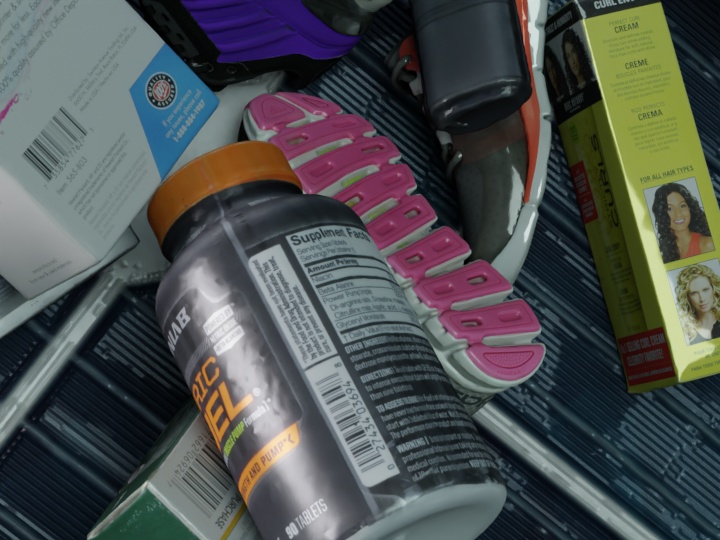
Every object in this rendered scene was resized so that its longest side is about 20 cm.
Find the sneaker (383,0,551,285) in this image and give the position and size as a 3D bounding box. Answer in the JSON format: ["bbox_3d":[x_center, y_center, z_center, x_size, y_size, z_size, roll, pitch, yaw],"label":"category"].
[{"bbox_3d":[0.051,-0.084,1.097,0.082,0.077,0.200,3,70,-6],"label":"sneaker"}]

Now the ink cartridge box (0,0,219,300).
[{"bbox_3d":[-0.173,-0.100,0.965,0.200,0.068,0.115,46,51,-18],"label":"ink cartridge box"}]

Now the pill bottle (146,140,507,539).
[{"bbox_3d":[-0.024,0.040,0.966,0.106,0.106,0.200,-21,66,-18],"label":"pill bottle"}]

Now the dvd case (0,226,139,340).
[{"bbox_3d":[-0.225,-0.019,1.005,0.200,0.025,0.150,-36,98,-18],"label":"dvd case"}]

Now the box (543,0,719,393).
[{"bbox_3d":[0.144,-0.041,1.111,0.050,0.075,0.200,-14,87,-16],"label":"box"}]

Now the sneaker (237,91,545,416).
[{"bbox_3d":[0.000,0.000,1.063,0.200,0.087,0.074,48,43,16],"label":"sneaker"}]

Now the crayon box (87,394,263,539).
[{"bbox_3d":[-0.019,0.147,1.005,0.200,0.052,0.126,44,30,-6],"label":"crayon box"}]

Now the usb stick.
[{"bbox_3d":[0.045,-0.156,1.066,0.033,0.055,0.200,36,39,-50],"label":"usb stick"}]

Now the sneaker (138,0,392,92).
[{"bbox_3d":[-0.080,-0.132,1.032,0.200,0.100,0.070,17,32,-37],"label":"sneaker"}]
